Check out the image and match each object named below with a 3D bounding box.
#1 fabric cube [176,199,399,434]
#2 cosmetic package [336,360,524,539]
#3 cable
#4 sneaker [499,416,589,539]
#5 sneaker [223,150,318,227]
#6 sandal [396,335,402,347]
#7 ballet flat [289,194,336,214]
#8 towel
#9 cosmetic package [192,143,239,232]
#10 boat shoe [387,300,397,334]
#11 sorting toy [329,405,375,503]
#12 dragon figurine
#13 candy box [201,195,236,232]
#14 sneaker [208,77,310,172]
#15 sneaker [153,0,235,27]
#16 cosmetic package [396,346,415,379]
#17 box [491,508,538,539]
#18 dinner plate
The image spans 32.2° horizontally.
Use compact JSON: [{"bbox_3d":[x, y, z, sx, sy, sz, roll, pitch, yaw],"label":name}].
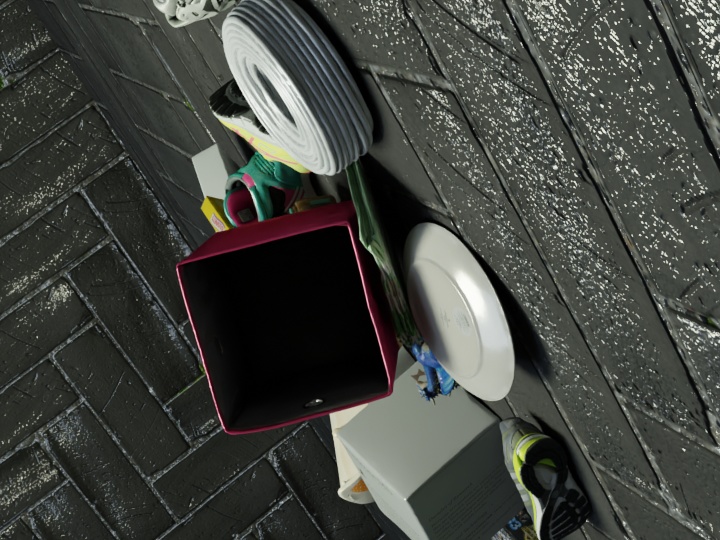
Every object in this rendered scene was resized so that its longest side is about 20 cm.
[{"bbox_3d":[-0.072,0.045,1.407,0.199,0.194,0.202,-70,-34,-79],"label":"fabric cube"},{"bbox_3d":[0.102,0.265,1.687,0.167,0.166,0.201,38,161,44],"label":"cosmetic package"},{"bbox_3d":[-0.067,-0.191,1.264,0.200,0.069,0.201,46,167,35],"label":"cable"},{"bbox_3d":[0.213,0.245,1.465,0.081,0.073,0.201,54,168,50],"label":"sneaker"},{"bbox_3d":[-0.119,-0.090,1.656,0.084,0.120,0.201,47,168,27],"label":"sneaker"},{"bbox_3d":[0.031,0.088,1.738,0.078,0.069,0.214,-117,18,-66],"label":"sandal"},{"bbox_3d":[-0.039,-0.038,1.606,0.201,0.072,0.068,73,173,-59],"label":"ballet flat"},{"bbox_3d":[0.021,-0.025,1.384,0.201,0.023,0.154,65,-171,-49],"label":"towel"},{"bbox_3d":[-0.177,-0.072,1.894,0.151,0.051,0.201,45,-161,-56],"label":"cosmetic package"},{"bbox_3d":[0.000,0.000,1.577,0.065,0.072,0.201,38,167,49],"label":"boat shoe"},{"bbox_3d":[0.037,0.257,1.865,0.180,0.106,0.202,43,-152,-47],"label":"sorting toy"},{"bbox_3d":[0.104,0.104,1.464,0.100,0.059,0.200,53,159,-2],"label":"dragon figurine"},{"bbox_3d":[-0.135,-0.036,1.657,0.101,0.027,0.200,11,-157,-33],"label":"candy box"},{"bbox_3d":[-0.114,-0.172,1.504,0.200,0.078,0.091,41,166,47],"label":"sneaker"},{"bbox_3d":[-0.179,-0.310,1.332,0.074,0.088,0.200,53,168,7],"label":"sneaker"},{"bbox_3d":[0.041,0.143,1.890,0.200,0.051,0.151,50,166,17],"label":"cosmetic package"},{"bbox_3d":[0.245,0.415,1.871,0.200,0.050,0.199,39,163,51],"label":"box"},{"bbox_3d":[0.094,0.047,1.302,0.200,0.024,0.201,47,151,36],"label":"dinner plate"}]
